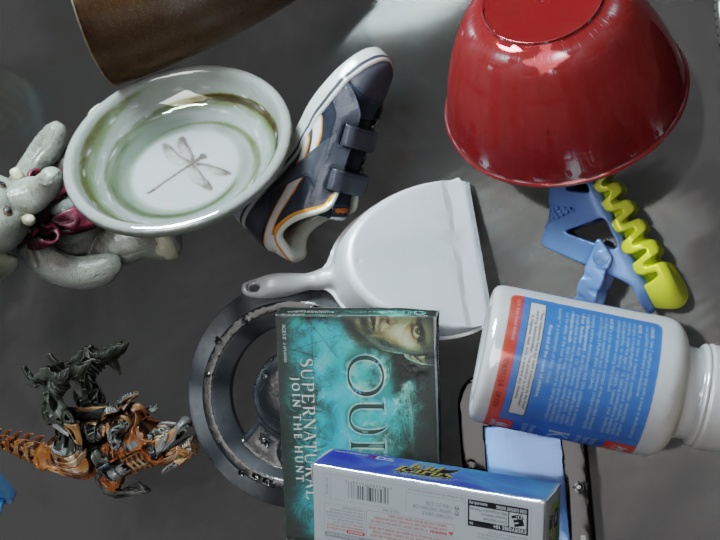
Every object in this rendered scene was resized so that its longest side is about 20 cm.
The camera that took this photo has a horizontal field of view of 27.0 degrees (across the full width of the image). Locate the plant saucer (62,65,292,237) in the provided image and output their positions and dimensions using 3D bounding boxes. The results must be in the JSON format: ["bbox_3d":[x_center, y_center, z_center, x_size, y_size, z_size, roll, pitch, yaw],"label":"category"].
[{"bbox_3d":[-0.152,-0.092,1.286,0.200,0.050,0.200,-7,48,7],"label":"plant saucer"}]

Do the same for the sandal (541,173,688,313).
[{"bbox_3d":[0.182,-0.042,1.224,0.087,0.079,0.200,-31,75,17],"label":"sandal"}]

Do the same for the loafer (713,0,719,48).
[{"bbox_3d":[0.326,-0.135,1.181,0.071,0.073,0.200,-9,83,19],"label":"loafer"}]

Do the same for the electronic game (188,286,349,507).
[{"bbox_3d":[-0.054,0.107,1.307,0.200,0.042,0.200,0,91,14],"label":"electronic game"}]

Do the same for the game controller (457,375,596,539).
[{"bbox_3d":[0.138,0.181,1.237,0.104,0.042,0.200,-7,84,18],"label":"game controller"}]

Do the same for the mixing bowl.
[{"bbox_3d":[0.152,-0.175,1.181,0.200,0.108,0.200,-10,49,12],"label":"mixing bowl"}]

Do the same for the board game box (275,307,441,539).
[{"bbox_3d":[0.001,0.129,1.250,0.135,0.028,0.200,0,105,8],"label":"board game box"}]

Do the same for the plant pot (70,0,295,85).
[{"bbox_3d":[-0.140,-0.275,1.312,0.200,0.187,0.187,-12,82,5],"label":"plant pot"}]

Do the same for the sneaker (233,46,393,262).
[{"bbox_3d":[-0.022,-0.095,1.297,0.079,0.078,0.200,46,111,21],"label":"sneaker"}]

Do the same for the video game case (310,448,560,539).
[{"bbox_3d":[0.059,0.247,1.210,0.200,0.045,0.182,6,105,24],"label":"video game case"}]

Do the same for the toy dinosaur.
[{"bbox_3d":[-0.248,0.143,1.350,0.200,0.102,0.136,-9,100,-3],"label":"toy dinosaur"}]

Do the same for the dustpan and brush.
[{"bbox_3d":[0.000,0.000,1.274,0.200,0.057,0.140,-5,72,-11],"label":"dustpan and brush"}]

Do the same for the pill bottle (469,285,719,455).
[{"bbox_3d":[0.192,0.083,1.175,0.200,0.112,0.112,11,89,3],"label":"pill bottle"}]

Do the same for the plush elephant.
[{"bbox_3d":[-0.291,-0.056,1.342,0.200,0.155,0.165,-24,78,15],"label":"plush elephant"}]

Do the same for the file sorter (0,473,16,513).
[{"bbox_3d":[-0.426,0.195,1.328,0.139,0.200,0.123,-5,48,19],"label":"file sorter"}]
